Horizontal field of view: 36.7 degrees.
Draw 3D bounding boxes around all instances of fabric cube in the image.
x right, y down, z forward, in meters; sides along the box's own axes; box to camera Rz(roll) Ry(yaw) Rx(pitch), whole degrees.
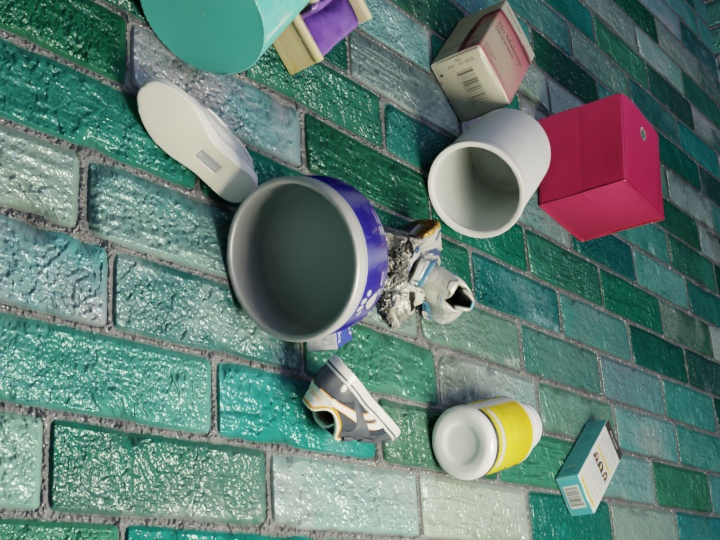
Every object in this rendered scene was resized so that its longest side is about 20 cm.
[{"bbox_3d":[0.491,-0.206,2.221,0.196,0.198,0.202,32,52,-45],"label":"fabric cube"}]

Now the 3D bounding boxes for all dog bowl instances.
[{"bbox_3d":[-0.067,-0.017,1.348,0.078,0.198,0.203,-11,85,-58],"label":"dog bowl"}]

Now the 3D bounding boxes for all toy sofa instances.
[{"bbox_3d":[-0.048,-0.376,1.616,0.083,0.097,0.200,60,35,-17],"label":"toy sofa"}]

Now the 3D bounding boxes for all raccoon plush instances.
[{"bbox_3d":[0.000,0.000,1.533,0.097,0.197,0.136,-21,126,-76],"label":"raccoon plush"}]

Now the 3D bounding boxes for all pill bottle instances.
[{"bbox_3d":[0.205,0.256,1.696,0.199,0.111,0.114,-1,77,-54],"label":"pill bottle"}]

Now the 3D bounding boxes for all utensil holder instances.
[{"bbox_3d":[0.227,-0.174,1.863,0.172,0.168,0.200,63,34,-14],"label":"utensil holder"}]

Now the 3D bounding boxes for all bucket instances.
[{"bbox_3d":[-0.169,-0.357,1.353,0.208,0.205,0.136,53,45,-27],"label":"bucket"}]

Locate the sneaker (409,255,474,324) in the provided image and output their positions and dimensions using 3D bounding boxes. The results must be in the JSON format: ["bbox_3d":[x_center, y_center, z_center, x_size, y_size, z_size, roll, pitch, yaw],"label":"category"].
[{"bbox_3d":[0.138,0.047,1.670,0.076,0.086,0.200,-62,156,-7],"label":"sneaker"}]

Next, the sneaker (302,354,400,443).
[{"bbox_3d":[-0.016,0.188,1.449,0.079,0.078,0.200,-45,139,-6],"label":"sneaker"}]

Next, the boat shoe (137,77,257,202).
[{"bbox_3d":[-0.198,-0.171,1.349,0.200,0.072,0.069,40,25,-30],"label":"boat shoe"}]

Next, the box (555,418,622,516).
[{"bbox_3d":[0.428,0.364,2.023,0.200,0.049,0.083,-41,110,-54],"label":"box"}]

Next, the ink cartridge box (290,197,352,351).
[{"bbox_3d":[-0.050,0.000,1.446,0.094,0.044,0.203,-23,107,-77],"label":"ink cartridge box"}]

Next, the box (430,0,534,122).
[{"bbox_3d":[0.229,-0.387,2.004,0.129,0.108,0.201,56,38,-22],"label":"box"}]

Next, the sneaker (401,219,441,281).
[{"bbox_3d":[0.071,-0.003,1.652,0.199,0.074,0.089,-36,124,-45],"label":"sneaker"}]
